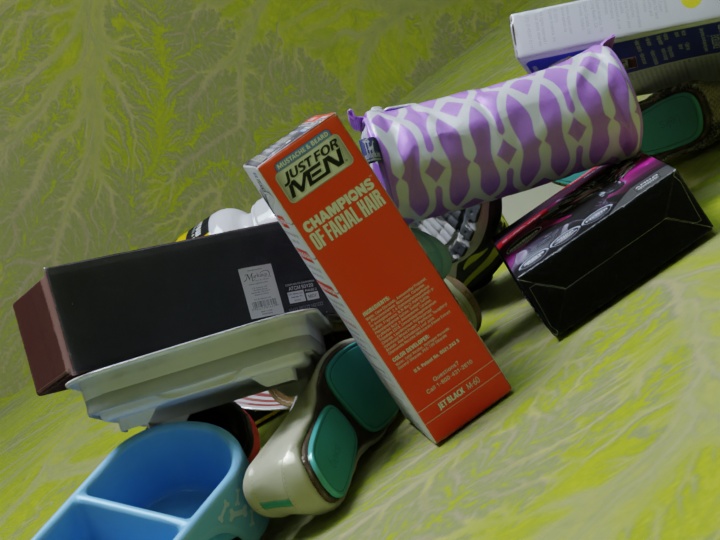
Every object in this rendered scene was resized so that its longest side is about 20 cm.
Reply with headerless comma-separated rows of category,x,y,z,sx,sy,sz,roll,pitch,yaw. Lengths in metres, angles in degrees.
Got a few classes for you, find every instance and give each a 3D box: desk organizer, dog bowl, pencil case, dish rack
desk organizer,-0.126,0.024,1.242,0.198,0.072,0.077,-13,-10,-32
dog bowl,-0.135,0.164,1.123,0.110,0.050,0.200,9,35,27
pencil case,0.092,-0.092,1.245,0.198,0.086,0.084,-15,-23,-9
dish rack,-0.098,0.073,1.231,0.170,0.044,0.200,-16,-7,1

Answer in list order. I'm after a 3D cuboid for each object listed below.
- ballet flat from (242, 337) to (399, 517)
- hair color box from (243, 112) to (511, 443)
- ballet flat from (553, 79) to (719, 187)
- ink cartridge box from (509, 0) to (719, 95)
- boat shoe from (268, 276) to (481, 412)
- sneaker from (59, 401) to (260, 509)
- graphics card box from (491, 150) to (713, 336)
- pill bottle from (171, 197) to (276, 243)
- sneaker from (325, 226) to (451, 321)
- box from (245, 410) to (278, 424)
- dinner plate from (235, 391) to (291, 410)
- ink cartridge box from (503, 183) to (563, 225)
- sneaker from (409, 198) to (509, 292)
ballet flat,-0.026,0.103,1.191,0.069,0.070,0.200,-31,8,24
hair color box,0.008,0.002,1.149,0.064,0.201,0.111,-35,8,-4
ballet flat,0.225,-0.106,1.447,0.075,0.069,0.199,-13,-2,-38
ink cartridge box,0.223,-0.170,1.362,0.198,0.048,0.198,-11,-10,12
boat shoe,-0.004,0.059,1.335,0.199,0.074,0.063,-27,12,38
sneaker,-0.155,0.157,1.334,0.200,0.071,0.098,-37,-11,-19
graphics card box,0.157,-0.025,1.241,0.125,0.051,0.200,-34,9,5
pill bottle,-0.130,0.017,1.629,0.199,0.113,0.113,-34,7,15
sneaker,0.000,0.000,1.310,0.081,0.075,0.200,-7,9,-25
box,-0.069,0.076,1.615,0.159,0.050,0.200,-34,7,30
dinner plate,-0.054,0.045,1.488,0.198,0.024,0.201,-7,42,6
ink cartridge box,0.135,-0.094,1.637,0.146,0.083,0.200,-33,7,10
sneaker,0.076,-0.036,1.389,0.084,0.075,0.200,-30,-19,-26
